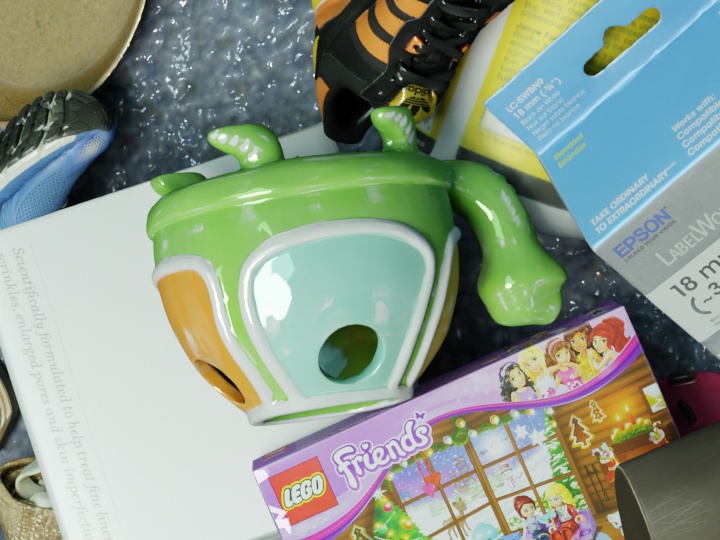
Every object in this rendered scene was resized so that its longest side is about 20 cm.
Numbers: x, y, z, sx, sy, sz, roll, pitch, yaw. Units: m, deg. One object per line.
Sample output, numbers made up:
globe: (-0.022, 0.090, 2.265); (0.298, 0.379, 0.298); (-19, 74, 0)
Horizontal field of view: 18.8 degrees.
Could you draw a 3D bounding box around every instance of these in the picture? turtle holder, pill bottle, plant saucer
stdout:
turtle holder: (-0.010, 0.003, 1.046); (0.141, 0.185, 0.132); (-20, 77, 45)
pill bottle: (0.105, -0.127, 1.116); (0.114, 0.114, 0.200); (25, 102, 24)
plant saucer: (-0.202, -0.186, 1.312); (0.200, 0.035, 0.201); (0, 91, 27)

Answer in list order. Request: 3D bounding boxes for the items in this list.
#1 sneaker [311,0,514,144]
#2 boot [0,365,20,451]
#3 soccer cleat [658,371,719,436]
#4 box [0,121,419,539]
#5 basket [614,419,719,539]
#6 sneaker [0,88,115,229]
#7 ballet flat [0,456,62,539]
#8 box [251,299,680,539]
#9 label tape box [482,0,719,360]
sneaker: (0.037, -0.115, 1.052); (0.200, 0.070, 0.090); (-19, 66, 61)
boot: (-0.318, 0.053, 1.317); (0.200, 0.138, 0.078); (30, 103, 22)
soccer cleat: (0.127, 0.131, 1.142); (0.200, 0.086, 0.070); (-38, 48, 0)
box: (-0.079, 0.053, 1.160); (0.200, 0.131, 0.199); (-18, 81, -5)
basket: (0.227, 0.116, 0.998); (0.200, 0.136, 0.181); (-14, 53, -1)
sneaker: (-0.195, -0.027, 1.289); (0.089, 0.079, 0.200); (32, 127, -15)
ballet flat: (-0.133, 0.124, 1.259); (0.200, 0.071, 0.065); (-13, 117, 25)
box: (0.064, 0.117, 1.069); (0.200, 0.039, 0.137); (-24, 95, -1)
label tape box: (0.179, -0.050, 1.044); (0.200, 0.063, 0.144); (38, 113, -25)
